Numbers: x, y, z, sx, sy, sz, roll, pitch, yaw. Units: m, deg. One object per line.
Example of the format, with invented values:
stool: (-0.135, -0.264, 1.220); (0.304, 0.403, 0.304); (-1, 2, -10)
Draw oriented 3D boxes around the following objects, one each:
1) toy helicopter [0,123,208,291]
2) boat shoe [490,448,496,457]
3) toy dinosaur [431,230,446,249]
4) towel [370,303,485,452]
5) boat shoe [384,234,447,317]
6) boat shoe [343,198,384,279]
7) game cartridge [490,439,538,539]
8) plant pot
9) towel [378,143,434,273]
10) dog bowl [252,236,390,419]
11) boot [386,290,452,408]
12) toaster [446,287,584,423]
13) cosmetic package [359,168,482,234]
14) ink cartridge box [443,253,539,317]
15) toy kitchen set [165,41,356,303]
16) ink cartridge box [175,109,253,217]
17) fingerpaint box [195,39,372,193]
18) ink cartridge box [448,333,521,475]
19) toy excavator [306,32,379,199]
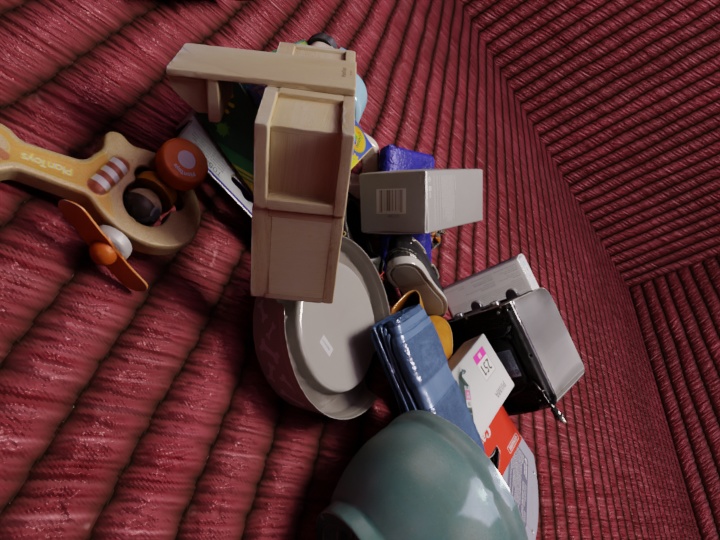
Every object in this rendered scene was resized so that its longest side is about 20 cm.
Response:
toy helicopter: (-0.229, -0.063, 0.490); (0.199, 0.079, 0.133); (18, 61, -39)
boat shoe: (0.164, 0.249, 0.879); (0.199, 0.056, 0.069); (28, 44, -46)
toy dinosaur: (0.131, -0.114, 1.108); (0.200, 0.101, 0.137); (-68, 143, -75)
towel: (0.078, 0.143, 0.673); (0.111, 0.048, 0.201); (-18, 84, -62)
boat shoe: (0.084, 0.015, 0.883); (0.200, 0.073, 0.061); (50, 33, -53)
boat shoe: (-0.001, 0.000, 0.802); (0.074, 0.063, 0.203); (-12, 79, -65)
game cartridge: (0.249, 0.352, 0.960); (0.133, 0.041, 0.200); (51, 31, -15)
plant pot: (0.041, 0.256, 0.564); (0.133, 0.200, 0.202); (-19, 83, -33)
towel: (0.078, -0.096, 0.944); (0.147, 0.049, 0.202); (-10, 100, -61)
dog bowl: (-0.040, 0.063, 0.651); (0.199, 0.058, 0.202); (21, 65, -52)
boot: (0.085, 0.083, 0.817); (0.202, 0.070, 0.145); (-59, 147, -49)
toaster: (0.241, 0.139, 0.945); (0.118, 0.180, 0.201); (-24, 87, -38)
cosmetic package: (0.093, -0.102, 0.834); (0.199, 0.106, 0.091); (-10, 101, -55)
ink cartridge box: (0.259, 0.092, 1.052); (0.201, 0.159, 0.047); (64, 30, -1)
toy kitchen set: (-0.094, -0.108, 0.567); (0.201, 0.162, 0.182); (-90, -173, -52)
ink cartridge box: (-0.128, -0.127, 0.715); (0.200, 0.040, 0.201); (48, 34, -26)
fingerpaint box: (-0.082, -0.174, 0.707); (0.167, 0.073, 0.200); (56, 32, -14)
ink cartridge box: (0.165, 0.207, 0.804); (0.174, 0.043, 0.200); (58, 38, 0)
toy excavator: (-0.026, -0.221, 0.877); (0.199, 0.195, 0.100); (27, 37, -6)
